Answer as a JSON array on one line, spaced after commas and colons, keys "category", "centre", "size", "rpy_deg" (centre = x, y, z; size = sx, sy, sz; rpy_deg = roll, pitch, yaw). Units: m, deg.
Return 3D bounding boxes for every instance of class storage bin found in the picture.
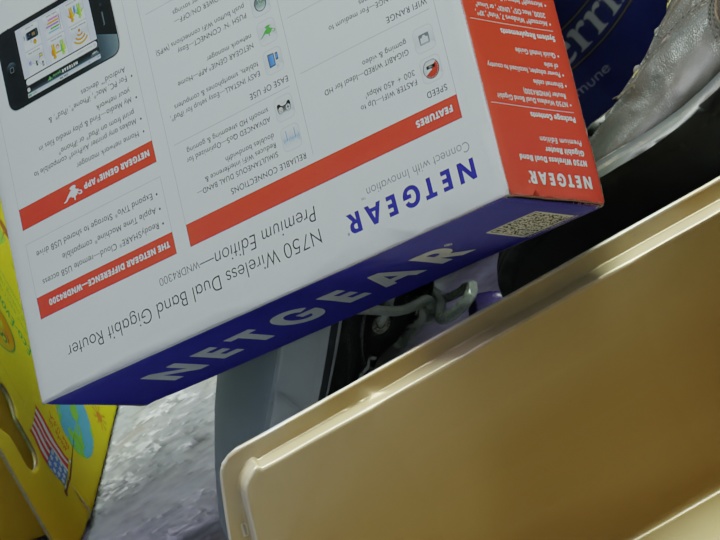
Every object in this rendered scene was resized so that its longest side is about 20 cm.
[{"category": "storage bin", "centre": [0.078, 0.079, 0.763], "size": [0.198, 0.094, 0.200], "rpy_deg": [-29, 23, -8]}]

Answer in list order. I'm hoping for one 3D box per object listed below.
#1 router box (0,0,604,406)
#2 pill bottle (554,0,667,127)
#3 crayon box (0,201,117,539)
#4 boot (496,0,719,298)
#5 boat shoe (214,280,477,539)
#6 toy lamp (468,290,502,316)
[{"category": "router box", "centre": [-0.035, -0.071, 0.891], "size": [0.200, 0.180, 0.049], "rpy_deg": [-23, -17, 37]}, {"category": "pill bottle", "centre": [0.039, -0.117, 1.007], "size": [0.116, 0.200, 0.116], "rpy_deg": [-25, 44, 27]}, {"category": "crayon box", "centre": [-0.142, 0.018, 1.079], "size": [0.051, 0.127, 0.200], "rpy_deg": [-21, 23, 12]}, {"category": "boot", "centre": [0.114, -0.087, 0.920], "size": [0.200, 0.069, 0.174], "rpy_deg": [-42, 31, 22]}, {"category": "boat shoe", "centre": [-0.001, -0.001, 0.951], "size": [0.068, 0.200, 0.074], "rpy_deg": [8, 7, -19]}, {"category": "toy lamp", "centre": [0.136, -0.004, 0.929], "size": [0.200, 0.058, 0.058], "rpy_deg": [-20, 23, 15]}]
